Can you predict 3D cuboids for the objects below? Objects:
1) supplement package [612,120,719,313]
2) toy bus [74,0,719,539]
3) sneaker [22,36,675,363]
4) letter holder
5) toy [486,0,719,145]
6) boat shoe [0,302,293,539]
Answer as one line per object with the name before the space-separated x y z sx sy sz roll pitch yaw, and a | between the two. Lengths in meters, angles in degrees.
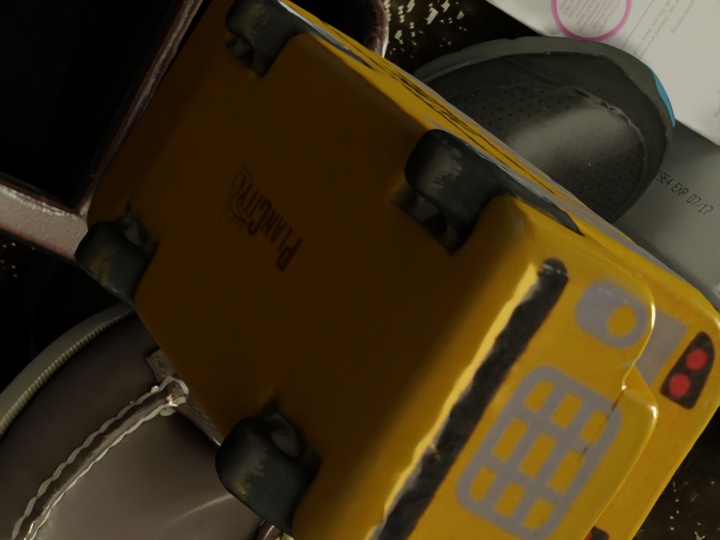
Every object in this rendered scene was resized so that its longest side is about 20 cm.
supplement package | 0.176 0.022 0.820 0.109 0.114 0.200 -39 118 -2
toy bus | 0.004 0.002 0.482 0.078 0.200 0.065 31 96 -25
sneaker | 0.000 0.000 0.748 0.199 0.082 0.073 -24 118 6
letter holder | -0.064 -0.095 0.648 0.100 0.200 0.143 24 99 -25
toy | 0.053 -0.138 0.752 0.199 0.047 0.115 30 105 -16
boat shoe | -0.020 0.036 0.631 0.200 0.059 0.072 -32 119 -43
